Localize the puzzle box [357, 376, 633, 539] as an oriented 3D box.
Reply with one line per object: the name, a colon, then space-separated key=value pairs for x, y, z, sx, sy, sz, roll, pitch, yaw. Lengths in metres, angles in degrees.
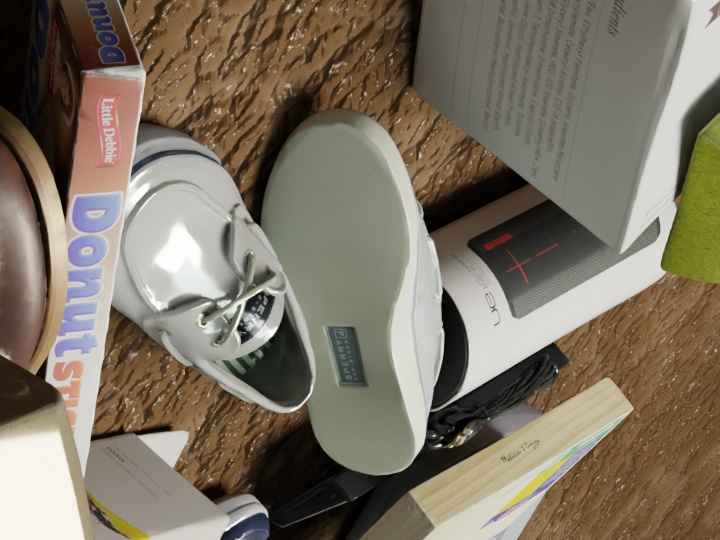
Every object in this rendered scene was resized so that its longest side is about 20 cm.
puzzle box: x=0.055 y=0.132 z=1.244 sx=0.200 sy=0.025 sz=0.133 roll=-23 pitch=160 yaw=-50

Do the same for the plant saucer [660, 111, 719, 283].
plant saucer: x=0.234 y=-0.071 z=1.032 sx=0.200 sy=0.048 sz=0.200 roll=-37 pitch=165 yaw=-9

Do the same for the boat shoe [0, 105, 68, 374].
boat shoe: x=-0.151 y=0.031 z=0.789 sx=0.070 sy=0.070 sz=0.201 roll=-34 pitch=150 yaw=-40

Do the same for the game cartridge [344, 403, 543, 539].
game cartridge: x=0.057 y=0.142 z=1.382 sx=0.134 sy=0.040 sz=0.200 roll=-57 pitch=157 yaw=18

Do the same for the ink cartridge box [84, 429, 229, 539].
ink cartridge box: x=-0.134 y=0.142 z=0.981 sx=0.200 sy=0.067 sz=0.117 roll=-9 pitch=131 yaw=-58

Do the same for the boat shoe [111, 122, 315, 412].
boat shoe: x=-0.058 y=0.003 z=0.929 sx=0.074 sy=0.067 sz=0.200 roll=-51 pitch=157 yaw=-5

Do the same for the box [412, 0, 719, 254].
box: x=0.140 y=-0.151 z=0.982 sx=0.199 sy=0.131 sz=0.200 roll=-41 pitch=160 yaw=-24

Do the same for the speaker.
speaker: x=0.081 y=0.002 z=1.172 sx=0.200 sy=0.081 sz=0.081 roll=-26 pitch=145 yaw=-46

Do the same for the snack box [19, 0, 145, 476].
snack box: x=-0.106 y=-0.016 z=0.807 sx=0.024 sy=0.072 sz=0.201 roll=-4 pitch=135 yaw=-19

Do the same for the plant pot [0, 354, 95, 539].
plant pot: x=-0.193 y=0.103 z=0.684 sx=0.200 sy=0.199 sz=0.178 roll=-20 pitch=129 yaw=-52

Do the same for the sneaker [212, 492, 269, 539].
sneaker: x=-0.089 y=0.211 z=1.111 sx=0.200 sy=0.108 sz=0.070 roll=-48 pitch=157 yaw=-12

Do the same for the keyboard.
keyboard: x=0.044 y=0.080 z=1.207 sx=0.127 sy=0.021 sz=0.200 roll=-27 pitch=-179 yaw=44

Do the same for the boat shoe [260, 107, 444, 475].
boat shoe: x=0.001 y=0.000 z=1.035 sx=0.072 sy=0.070 sz=0.202 roll=-69 pitch=158 yaw=-48
